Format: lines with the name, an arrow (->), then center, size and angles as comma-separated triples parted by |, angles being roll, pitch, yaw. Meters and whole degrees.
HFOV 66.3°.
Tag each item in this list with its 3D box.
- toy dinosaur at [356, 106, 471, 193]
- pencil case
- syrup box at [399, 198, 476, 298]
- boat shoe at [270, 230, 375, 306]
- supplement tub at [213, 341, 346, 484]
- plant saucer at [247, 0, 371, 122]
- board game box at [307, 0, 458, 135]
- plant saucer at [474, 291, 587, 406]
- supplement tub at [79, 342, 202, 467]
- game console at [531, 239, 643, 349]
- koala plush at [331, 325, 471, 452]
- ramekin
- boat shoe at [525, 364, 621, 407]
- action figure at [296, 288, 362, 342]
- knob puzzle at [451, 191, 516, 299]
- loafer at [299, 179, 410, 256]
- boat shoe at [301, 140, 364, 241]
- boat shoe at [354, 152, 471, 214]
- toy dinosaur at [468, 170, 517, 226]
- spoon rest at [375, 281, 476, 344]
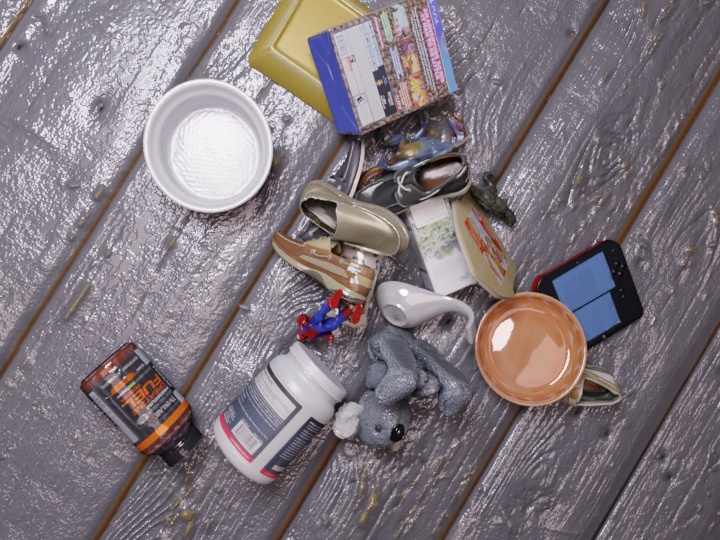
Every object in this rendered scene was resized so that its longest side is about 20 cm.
toy dinosaur -> 0.102, -0.222, 0.980 | 0.179, 0.199, 0.107 | -5, 70, -39
pencil case -> 0.000, 0.000, 0.956 | 0.088, 0.077, 0.204 | 17, 90, 30
syrup box -> 0.129, -0.059, 0.975 | 0.077, 0.081, 0.204 | -22, 97, -4
boat shoe -> -0.058, -0.017, 0.909 | 0.198, 0.075, 0.075 | 32, 92, 21
supplement tub -> -0.132, 0.234, 0.920 | 0.200, 0.140, 0.140 | -45, 99, -4
plant saucer -> -0.062, -0.391, 0.941 | 0.198, 0.048, 0.203 | 31, 88, -11
board game box -> 0.039, -0.335, 0.899 | 0.197, 0.097, 0.162 | -28, 114, -18
plant saucer -> 0.308, 0.143, 1.010 | 0.195, 0.037, 0.205 | -2, 80, 11
supplement tub -> -0.350, 0.223, 0.902 | 0.107, 0.107, 0.201 | -41, 99, -5
game console -> 0.437, 0.056, 1.060 | 0.197, 0.031, 0.180 | -27, 97, -6
koala plush -> 0.055, 0.222, 0.955 | 0.175, 0.184, 0.203 | 16, 108, -30
ramekin -> -0.241, -0.194, 0.898 | 0.196, 0.098, 0.206 | 0, 93, -9
boat shoe -> 0.394, 0.212, 1.035 | 0.195, 0.069, 0.076 | 3, 111, -8
action figure -> -0.065, 0.087, 0.902 | 0.065, 0.200, 0.052 | 30, 63, -14
knob puzzle -> 0.204, -0.031, 0.952 | 0.030, 0.220, 0.222 | -27, 100, 30
loafer -> -0.016, -0.074, 0.876 | 0.197, 0.068, 0.077 | 26, 128, 13
boat shoe -> -0.046, -0.133, 0.948 | 0.062, 0.073, 0.204 | 18, 96, -10
boat shoe -> 0.079, -0.140, 0.889 | 0.196, 0.068, 0.073 | -15, 75, 11
toy dinosaur -> 0.215, -0.142, 0.981 | 0.197, 0.047, 0.090 | 19, 47, -35
spoon rest -> 0.111, 0.069, 0.945 | 0.061, 0.197, 0.101 | -47, 137, -36
